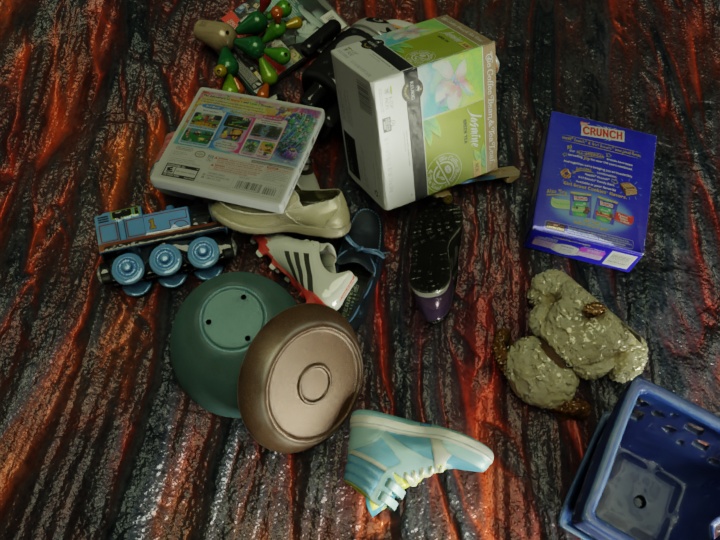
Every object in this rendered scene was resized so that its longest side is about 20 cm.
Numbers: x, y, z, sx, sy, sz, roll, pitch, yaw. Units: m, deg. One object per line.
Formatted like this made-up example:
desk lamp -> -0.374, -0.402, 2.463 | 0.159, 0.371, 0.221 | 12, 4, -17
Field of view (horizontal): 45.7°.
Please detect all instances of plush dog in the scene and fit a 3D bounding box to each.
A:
plush dog -> 0.277, 0.113, 1.173 | 0.200, 0.160, 0.172 | 42, 99, 13

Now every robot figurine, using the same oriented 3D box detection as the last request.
robot figurine -> -0.010, -0.294, 1.301 | 0.200, 0.151, 0.124 | -47, 41, -17

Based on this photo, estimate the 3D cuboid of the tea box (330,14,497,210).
tea box -> 0.081, -0.227, 1.216 | 0.195, 0.202, 0.134 | -23, 39, -17

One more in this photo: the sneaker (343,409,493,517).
sneaker -> 0.070, 0.270, 1.126 | 0.197, 0.080, 0.132 | 11, 68, 11

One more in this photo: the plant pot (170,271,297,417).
plant pot -> -0.166, 0.085, 1.149 | 0.197, 0.135, 0.203 | 1, 70, -2

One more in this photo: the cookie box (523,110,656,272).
cookie box -> 0.346, -0.120, 1.285 | 0.169, 0.075, 0.203 | 14, 70, 2

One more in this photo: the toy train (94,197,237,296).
toy train -> -0.278, -0.038, 1.211 | 0.197, 0.087, 0.116 | -13, 74, -8

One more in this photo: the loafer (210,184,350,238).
loafer -> -0.109, -0.093, 1.196 | 0.197, 0.069, 0.076 | 3, 27, -9

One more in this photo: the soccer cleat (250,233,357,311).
soccer cleat -> -0.081, -0.017, 1.203 | 0.085, 0.069, 0.200 | -46, 53, 1

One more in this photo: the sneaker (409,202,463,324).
sneaker -> 0.110, -0.011, 1.241 | 0.075, 0.088, 0.201 | 1, 44, 17

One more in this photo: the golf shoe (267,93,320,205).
golf shoe -> -0.101, -0.170, 1.260 | 0.201, 0.094, 0.077 | 54, 32, 13

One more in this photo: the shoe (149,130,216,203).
shoe -> -0.206, -0.141, 1.263 | 0.197, 0.072, 0.092 | 18, 50, -11

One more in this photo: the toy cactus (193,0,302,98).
toy cactus -> -0.186, -0.352, 1.319 | 0.163, 0.102, 0.202 | 21, 79, 15

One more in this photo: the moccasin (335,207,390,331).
moccasin -> 0.000, 0.000, 1.224 | 0.079, 0.068, 0.203 | 8, 70, 0

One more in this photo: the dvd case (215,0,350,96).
dvd case -> -0.136, -0.387, 1.385 | 0.199, 0.022, 0.146 | -39, 76, -14

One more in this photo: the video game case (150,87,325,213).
video game case -> -0.170, -0.173, 1.200 | 0.197, 0.024, 0.184 | 12, 58, 14

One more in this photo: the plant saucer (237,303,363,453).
plant saucer -> -0.068, 0.146, 1.117 | 0.034, 0.201, 0.201 | 16, 60, 50

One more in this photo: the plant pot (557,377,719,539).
plant pot -> 0.373, 0.283, 1.083 | 0.198, 0.180, 0.202 | 28, 70, 6

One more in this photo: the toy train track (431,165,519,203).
toy train track -> 0.145, -0.127, 1.289 | 0.197, 0.033, 0.115 | -10, 29, -13

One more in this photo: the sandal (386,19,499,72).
sandal -> 0.118, -0.335, 1.356 | 0.204, 0.079, 0.060 | 21, 71, 14
